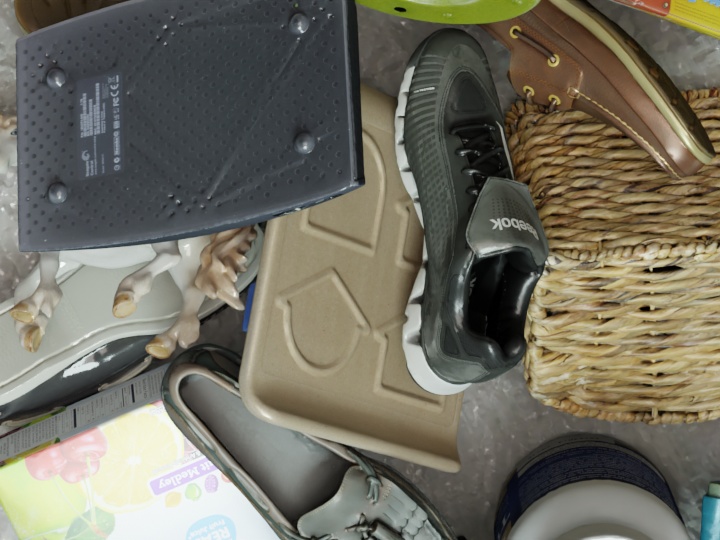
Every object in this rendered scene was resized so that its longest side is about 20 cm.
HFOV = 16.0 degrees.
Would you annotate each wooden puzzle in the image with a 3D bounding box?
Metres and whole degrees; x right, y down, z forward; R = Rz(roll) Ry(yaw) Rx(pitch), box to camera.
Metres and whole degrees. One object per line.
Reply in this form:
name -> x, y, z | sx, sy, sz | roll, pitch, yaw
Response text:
wooden puzzle -> 0.000, 0.000, 1.420 | 0.046, 0.185, 0.201 | -3, 75, 39

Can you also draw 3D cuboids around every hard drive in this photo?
hard drive -> -0.089, -0.080, 1.352 | 0.199, 0.042, 0.136 | -10, 73, 24

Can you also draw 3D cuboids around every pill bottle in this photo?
pill bottle -> 0.131, 0.164, 1.432 | 0.110, 0.200, 0.112 | 0, 98, 2

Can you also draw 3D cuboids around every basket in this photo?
basket -> 0.185, -0.008, 1.484 | 0.199, 0.149, 0.143 | -5, 131, -2

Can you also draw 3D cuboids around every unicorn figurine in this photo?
unicorn figurine -> -0.150, -0.023, 1.437 | 0.199, 0.074, 0.138 | 12, 57, 5

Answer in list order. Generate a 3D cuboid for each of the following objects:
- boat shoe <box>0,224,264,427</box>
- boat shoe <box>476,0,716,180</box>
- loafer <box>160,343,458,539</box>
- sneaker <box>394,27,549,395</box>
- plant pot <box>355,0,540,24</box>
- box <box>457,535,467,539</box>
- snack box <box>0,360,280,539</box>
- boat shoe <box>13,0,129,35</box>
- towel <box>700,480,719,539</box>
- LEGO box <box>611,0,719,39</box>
boat shoe -> -0.142, 0.030, 1.477 | 0.200, 0.060, 0.074 | -30, 64, -2
boat shoe -> 0.117, -0.118, 1.443 | 0.068, 0.072, 0.200 | -46, 72, 11
loafer -> -0.030, 0.117, 1.391 | 0.200, 0.063, 0.072 | 38, 91, 2
sneaker -> 0.065, -0.033, 1.385 | 0.066, 0.090, 0.201 | 0, 88, -30
plant pot -> 0.048, -0.240, 1.347 | 0.199, 0.200, 0.194 | 11, 74, -4
box -> 0.067, 0.260, 1.444 | 0.086, 0.200, 0.164 | -28, 97, 2
snack box -> -0.111, 0.164, 1.481 | 0.142, 0.053, 0.201 | -22, 110, 2
boat shoe -> -0.106, -0.105, 1.450 | 0.200, 0.065, 0.072 | 31, 77, 2
towel -> 0.232, 0.214, 1.491 | 0.146, 0.022, 0.201 | -1, 102, -47
LEGO box -> 0.229, -0.196, 1.412 | 0.199, 0.077, 0.150 | 14, 98, -32
